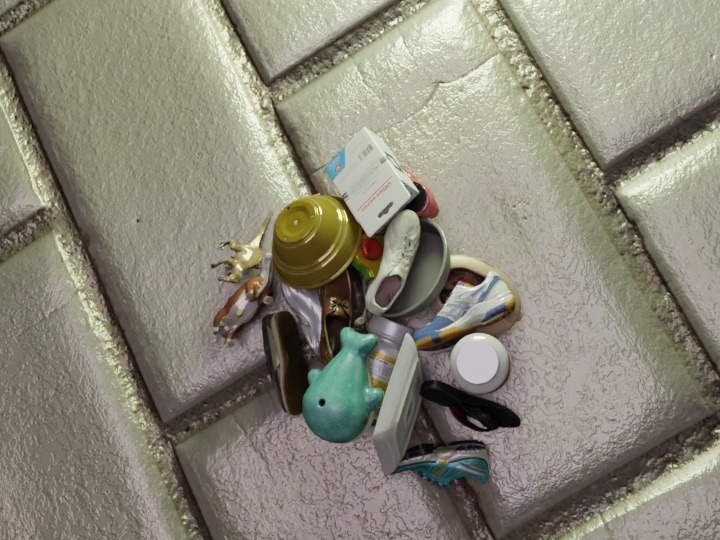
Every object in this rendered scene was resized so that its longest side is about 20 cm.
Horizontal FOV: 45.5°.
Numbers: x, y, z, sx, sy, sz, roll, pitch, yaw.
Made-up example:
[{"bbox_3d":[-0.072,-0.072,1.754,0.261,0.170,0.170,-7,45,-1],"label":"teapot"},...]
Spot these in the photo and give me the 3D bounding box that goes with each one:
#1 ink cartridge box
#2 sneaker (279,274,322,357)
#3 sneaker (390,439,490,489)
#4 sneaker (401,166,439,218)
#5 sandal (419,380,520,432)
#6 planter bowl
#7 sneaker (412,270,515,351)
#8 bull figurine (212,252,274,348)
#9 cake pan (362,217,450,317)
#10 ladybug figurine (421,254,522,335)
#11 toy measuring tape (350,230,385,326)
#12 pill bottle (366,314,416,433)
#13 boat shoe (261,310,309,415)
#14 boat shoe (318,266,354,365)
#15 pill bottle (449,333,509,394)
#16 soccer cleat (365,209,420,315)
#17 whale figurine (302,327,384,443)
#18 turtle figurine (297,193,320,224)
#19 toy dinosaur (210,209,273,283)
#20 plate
[{"bbox_3d":[0.028,-0.155,1.604,0.116,0.066,0.201,-43,54,17],"label":"ink cartridge box"},{"bbox_3d":[-0.087,0.064,1.671,0.098,0.078,0.202,-29,85,-2],"label":"sneaker"},{"bbox_3d":[0.140,0.364,1.578,0.197,0.077,0.081,-6,93,12],"label":"sneaker"},{"bbox_3d":[0.079,-0.158,1.666,0.074,0.086,0.200,-50,52,11],"label":"sneaker"},{"bbox_3d":[0.195,0.258,1.553,0.198,0.075,0.049,22,59,-11],"label":"sandal"},{"bbox_3d":[-0.102,-0.073,1.610,0.198,0.083,0.203,-15,56,23],"label":"planter bowl"},{"bbox_3d":[0.176,0.074,1.544,0.198,0.075,0.089,-26,67,2],"label":"sneaker"},{"bbox_3d":[-0.220,0.060,1.680,0.065,0.122,0.201,36,98,-14],"label":"bull figurine"},{"bbox_3d":[0.090,-0.001,1.607,0.199,0.037,0.203,-24,51,33],"label":"cake pan"},{"bbox_3d":[0.210,0.049,1.605,0.198,0.072,0.137,28,89,14],"label":"ladybug figurine"},{"bbox_3d":[0.000,0.000,1.607,0.072,0.074,0.203,12,70,13],"label":"toy measuring tape"},{"bbox_3d":[0.030,0.192,1.601,0.113,0.114,0.202,21,86,14],"label":"pill bottle"},{"bbox_3d":[-0.149,0.180,1.667,0.064,0.073,0.203,-6,91,42],"label":"boat shoe"},{"bbox_3d":[-0.040,0.078,1.602,0.071,0.068,0.203,1,84,-12],"label":"boat shoe"},{"bbox_3d":[0.213,0.167,1.522,0.103,0.200,0.106,-2,82,11],"label":"pill bottle"},{"bbox_3d":[0.066,-0.014,1.551,0.069,0.077,0.202,23,85,-15],"label":"soccer cleat"},{"bbox_3d":[-0.034,0.200,1.504,0.157,0.103,0.203,15,86,30],"label":"whale figurine"},{"bbox_3d":[-0.044,-0.073,1.678,0.197,0.064,0.164,5,83,12],"label":"turtle figurine"},{"bbox_3d":[-0.234,-0.033,1.710,0.100,0.059,0.201,-2,44,29],"label":"toy dinosaur"},{"bbox_3d":[0.075,0.242,1.512,0.032,0.200,0.202,11,61,16],"label":"plate"}]
